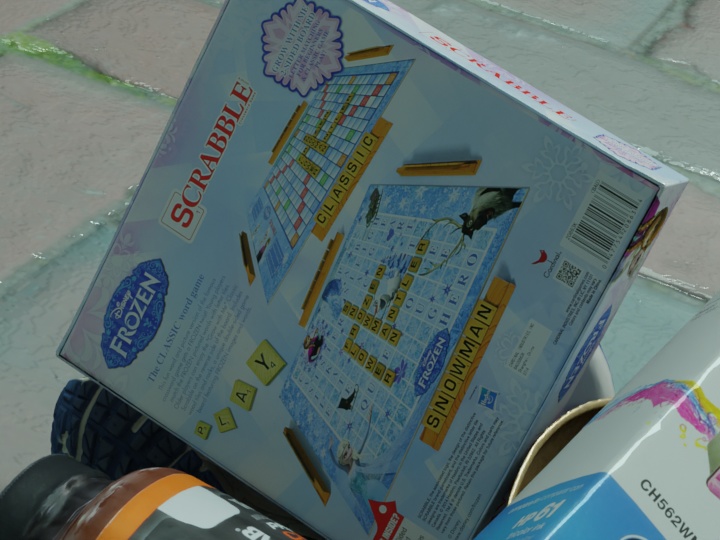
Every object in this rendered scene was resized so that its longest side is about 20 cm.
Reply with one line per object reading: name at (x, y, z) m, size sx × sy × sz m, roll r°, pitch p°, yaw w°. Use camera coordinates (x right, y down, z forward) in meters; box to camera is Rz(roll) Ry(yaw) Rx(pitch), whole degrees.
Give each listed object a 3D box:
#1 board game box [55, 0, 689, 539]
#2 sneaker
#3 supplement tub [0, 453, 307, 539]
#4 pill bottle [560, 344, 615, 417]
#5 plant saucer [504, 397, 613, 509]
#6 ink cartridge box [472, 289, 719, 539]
board game box at (0.000, 0.000, 0.986) m, size 0.199 × 0.201 × 0.041 m, roll 33°, pitch 17°, yaw 16°
sneaker at (-0.048, 0.108, 1.060) m, size 0.199 × 0.077 × 0.085 m, roll 33°, pitch 25°, yaw 18°
supplement tub at (-0.055, 0.144, 0.934) m, size 0.199 × 0.108 × 0.107 m, roll 27°, pitch 30°, yaw 23°
pill bottle at (0.057, 0.051, 1.110) m, size 0.113 × 0.115 × 0.200 m, roll 14°, pitch 7°, yaw 1°
plant saucer at (0.116, 0.152, 0.977) m, size 0.199 × 0.035 × 0.201 m, roll 21°, pitch 58°, yaw -37°
ink cartridge box at (0.148, 0.102, 0.901) m, size 0.145 × 0.085 × 0.200 m, roll 50°, pitch 59°, yaw -3°
